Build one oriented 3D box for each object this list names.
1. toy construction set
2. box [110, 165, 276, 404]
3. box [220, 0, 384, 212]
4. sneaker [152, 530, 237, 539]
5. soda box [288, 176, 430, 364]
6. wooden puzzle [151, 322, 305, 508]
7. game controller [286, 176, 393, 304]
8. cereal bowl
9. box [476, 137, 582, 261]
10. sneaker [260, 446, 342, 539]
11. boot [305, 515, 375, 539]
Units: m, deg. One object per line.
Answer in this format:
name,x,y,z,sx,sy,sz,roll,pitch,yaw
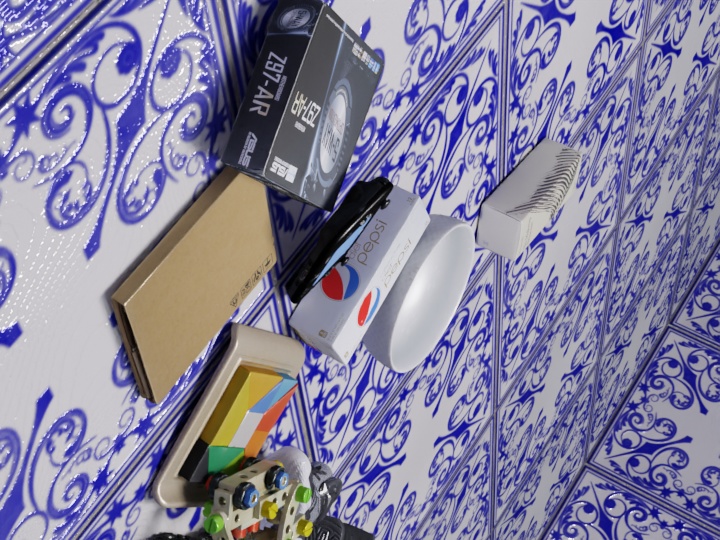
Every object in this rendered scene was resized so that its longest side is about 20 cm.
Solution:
toy construction set,-0.116,0.275,1.438,0.200,0.091,0.132,-39,137,-72
box,-0.148,0.006,1.245,0.200,0.021,0.164,-52,155,-29
box,-0.048,-0.149,1.241,0.161,0.043,0.200,-70,162,-2
sneaker,-0.186,0.339,1.462,0.088,0.075,0.200,-59,159,3
soda box,0.000,0.000,1.525,0.201,0.063,0.068,-60,157,-13
wooden puzzle,-0.131,0.161,1.436,0.201,0.037,0.185,-65,158,1
game controller,-0.024,-0.028,1.383,0.105,0.042,0.200,-56,-179,-25
cereal bowl,0.057,0.018,1.648,0.200,0.083,0.201,-50,155,-34
box,0.248,-0.106,1.970,0.200,0.068,0.083,-47,152,-39
sneaker,-0.074,0.258,1.628,0.114,0.075,0.201,-45,157,-41
boot,-0.049,0.430,1.894,0.166,0.065,0.200,-59,162,-8
